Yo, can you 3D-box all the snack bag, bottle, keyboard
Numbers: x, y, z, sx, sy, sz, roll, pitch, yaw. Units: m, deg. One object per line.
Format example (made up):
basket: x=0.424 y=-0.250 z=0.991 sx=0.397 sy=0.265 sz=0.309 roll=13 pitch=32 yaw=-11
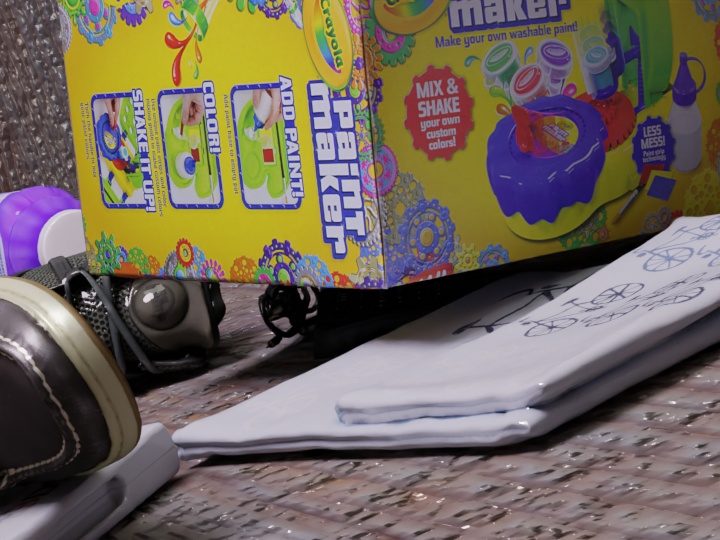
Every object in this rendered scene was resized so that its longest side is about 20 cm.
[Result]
snack bag: x=0.057 y=0.019 z=0.751 sx=0.188 sy=0.021 sz=0.200 roll=-25 pitch=9 yaw=-36
bottle: x=-0.210 y=-0.013 z=1.432 sx=0.065 sy=0.084 sz=0.200 roll=-11 pitch=5 yaw=-22
keyboard: x=0.000 y=0.000 z=0.974 sx=0.104 sy=0.040 sz=0.200 roll=-18 pitch=6 yaw=2

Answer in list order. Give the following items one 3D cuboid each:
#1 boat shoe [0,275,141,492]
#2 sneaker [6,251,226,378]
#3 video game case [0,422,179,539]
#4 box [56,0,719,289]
boat shoe: x=-0.137 y=0.049 z=0.709 sx=0.065 sy=0.073 sz=0.200 roll=-35 pitch=12 yaw=-30
sneaker: x=-0.140 y=0.027 z=0.980 sx=0.199 sy=0.077 sz=0.114 roll=-18 pitch=-1 yaw=-41
video game case: x=-0.179 y=0.105 z=0.709 sx=0.199 sy=0.022 sz=0.182 roll=-17 pitch=7 yaw=20
box: x=0.015 y=-0.069 z=0.899 sx=0.200 sy=0.123 sz=0.192 roll=-11 pitch=8 yaw=-39
